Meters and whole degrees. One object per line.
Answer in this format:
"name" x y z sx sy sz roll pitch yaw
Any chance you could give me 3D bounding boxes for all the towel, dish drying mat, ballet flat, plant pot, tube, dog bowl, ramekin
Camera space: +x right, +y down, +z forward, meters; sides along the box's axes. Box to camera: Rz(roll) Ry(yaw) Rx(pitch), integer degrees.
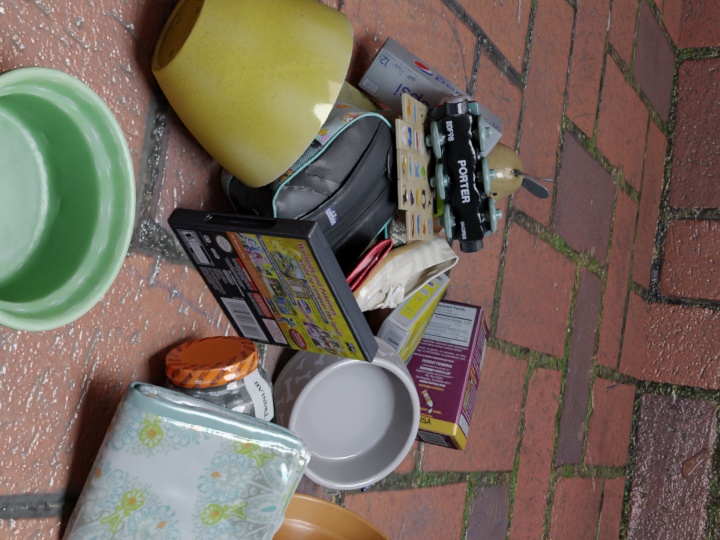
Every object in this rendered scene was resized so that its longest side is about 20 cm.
"towel" -0.162 0.213 0.956 0.198 0.048 0.173 22 96 -23
"dish drying mat" 0.000 0.000 1.144 0.077 0.018 0.200 -51 -179 -6
"ballet flat" 0.050 -0.109 1.269 0.068 0.074 0.203 -80 158 -65
"plant pot" -0.066 0.372 1.176 0.199 0.198 0.142 4 109 -61
"tube" 0.017 -0.200 1.347 0.199 0.058 0.052 26 92 -57
"plant pot" -0.122 -0.206 0.986 0.141 0.199 0.203 28 68 -31
"dog bowl" -0.014 0.181 1.236 0.197 0.059 0.204 -6 108 -18
"ramekin" -0.281 -0.058 0.786 0.199 0.096 0.204 -15 108 -59

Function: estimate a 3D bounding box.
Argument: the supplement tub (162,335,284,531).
"supplement tub" -0.146 0.180 1.045 0.122 0.121 0.203 -30 121 -55

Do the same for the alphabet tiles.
"alphabet tiles" 0.070 -0.121 1.200 0.200 0.006 0.170 -5 93 -74

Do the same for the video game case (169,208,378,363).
"video game case" -0.089 0.017 1.059 0.026 0.178 0.201 -61 143 -33

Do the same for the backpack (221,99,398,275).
"backpack" -0.047 -0.095 1.131 0.200 0.153 0.177 -42 134 -18

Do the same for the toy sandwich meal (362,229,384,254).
"toy sandwich meal" -0.013 -0.084 1.293 0.204 0.069 0.209 -17 109 -59

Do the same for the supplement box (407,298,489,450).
"supplement box" 0.128 0.160 1.531 0.131 0.102 0.203 58 44 -66

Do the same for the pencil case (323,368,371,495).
"pencil case" -0.025 0.192 1.310 0.090 0.076 0.203 -54 141 -64

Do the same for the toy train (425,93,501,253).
"toy train" 0.130 -0.127 1.272 0.114 0.084 0.203 -85 166 -70

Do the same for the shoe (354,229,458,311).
"shoe" 0.056 0.006 1.276 0.199 0.053 0.070 -33 159 -41

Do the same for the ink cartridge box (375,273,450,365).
"ink cartridge box" 0.060 0.094 1.392 0.200 0.047 0.199 -43 161 -48

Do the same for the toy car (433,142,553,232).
"toy car" 0.182 -0.127 1.462 0.164 0.196 0.161 44 54 -80

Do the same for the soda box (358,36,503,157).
"soda box" 0.097 -0.226 1.338 0.064 0.199 0.068 -52 -172 26
